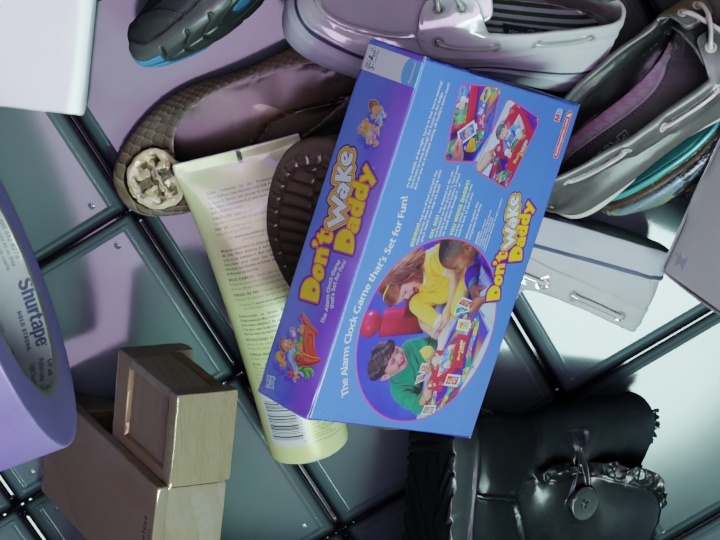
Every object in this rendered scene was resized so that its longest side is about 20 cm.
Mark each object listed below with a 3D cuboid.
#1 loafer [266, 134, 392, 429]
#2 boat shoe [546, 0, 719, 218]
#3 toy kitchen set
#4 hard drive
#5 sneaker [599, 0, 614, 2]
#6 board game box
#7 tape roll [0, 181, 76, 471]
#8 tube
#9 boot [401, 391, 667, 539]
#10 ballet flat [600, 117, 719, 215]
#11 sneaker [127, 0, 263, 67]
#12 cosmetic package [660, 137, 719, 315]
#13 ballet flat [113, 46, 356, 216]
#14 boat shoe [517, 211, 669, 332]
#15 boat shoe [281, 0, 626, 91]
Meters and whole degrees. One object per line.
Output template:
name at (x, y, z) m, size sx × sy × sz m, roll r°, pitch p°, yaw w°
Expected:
loafer at (0.000, 0.000, 1.146) m, size 0.076 × 0.067 × 0.201 m, roll 11°, pitch 131°, yaw 29°
boat shoe at (0.172, -0.107, 1.126) m, size 0.200 × 0.057 × 0.067 m, roll -43°, pitch 61°, yaw 13°
toy kitchen set at (-0.083, 0.135, 1.206) m, size 0.179 × 0.163 × 0.201 m, roll -4°, pitch 110°, yaw -32°
hard drive at (-0.214, -0.197, 1.126) m, size 0.131 × 0.027 × 0.201 m, roll 6°, pitch 105°, yaw -6°
sneaker at (0.058, -0.187, 1.064) m, size 0.199 × 0.067 × 0.090 m, roll 21°, pitch 134°, yaw -29°
board game box at (0.034, -0.014, 1.076) m, size 0.134 × 0.045 × 0.201 m, roll 11°, pitch 100°, yaw -46°
tape roll at (-0.236, 0.019, 1.099) m, size 0.084 × 0.200 × 0.201 m, roll -20°, pitch 107°, yaw 2°
tube at (-0.051, 0.018, 1.180) m, size 0.058 × 0.052 × 0.201 m, roll -35°, pitch 121°, yaw -40°
boot at (0.108, 0.175, 1.198) m, size 0.167 × 0.076 × 0.202 m, roll 2°, pitch 95°, yaw -29°
ballet flat at (0.227, -0.096, 1.169) m, size 0.074 × 0.074 × 0.200 m, roll 40°, pitch 103°, yaw -14°
sneaker at (-0.071, -0.203, 1.121) m, size 0.082 × 0.073 × 0.200 m, roll 43°, pitch 94°, yaw 2°
cosmetic package at (0.289, -0.009, 1.159) m, size 0.199 × 0.073 × 0.104 m, roll 13°, pitch 107°, yaw -31°
ballet flat at (-0.058, -0.091, 1.158) m, size 0.199 × 0.046 × 0.068 m, roll -26°, pitch 107°, yaw 4°
boat shoe at (0.088, -0.009, 1.179) m, size 0.199 × 0.074 × 0.066 m, roll 16°, pitch 101°, yaw -7°
boat shoe at (0.056, -0.151, 1.120) m, size 0.199 × 0.074 × 0.067 m, roll 1°, pitch 150°, yaw -21°
